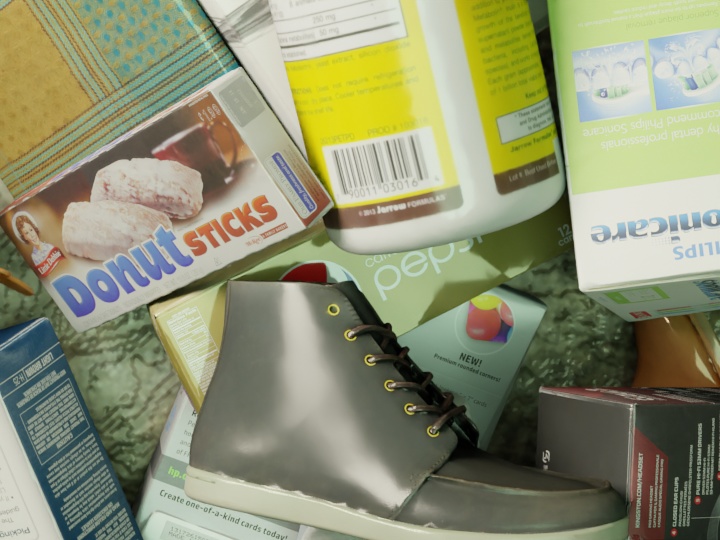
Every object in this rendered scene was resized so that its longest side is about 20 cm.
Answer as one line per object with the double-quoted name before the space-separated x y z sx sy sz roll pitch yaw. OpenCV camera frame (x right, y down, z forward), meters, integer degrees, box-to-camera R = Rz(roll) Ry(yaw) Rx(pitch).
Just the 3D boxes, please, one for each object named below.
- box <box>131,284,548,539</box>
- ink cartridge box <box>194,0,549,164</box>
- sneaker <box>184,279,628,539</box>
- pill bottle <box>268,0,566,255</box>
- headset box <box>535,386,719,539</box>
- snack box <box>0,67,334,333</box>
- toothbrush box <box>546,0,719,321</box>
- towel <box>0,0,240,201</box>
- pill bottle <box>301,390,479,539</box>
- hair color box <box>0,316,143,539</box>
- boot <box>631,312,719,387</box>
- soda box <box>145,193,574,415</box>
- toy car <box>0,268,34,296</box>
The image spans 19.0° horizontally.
"box" -0.016 0.080 1.088 0.156 0.041 0.200 21 96 -11
"ink cartridge box" -0.018 -0.163 1.024 0.146 0.085 0.200 -36 104 -7
"sneaker" 0.021 0.062 0.932 0.199 0.075 0.107 8 91 16
"pill bottle" 0.016 -0.114 0.923 0.109 0.109 0.201 -14 99 -6
"headset box" 0.163 0.130 1.003 0.199 0.077 0.149 1 92 -30
"snack box" -0.093 -0.027 0.972 0.024 0.200 0.072 -43 102 -37
"toothbrush box" 0.139 -0.086 0.981 0.086 0.146 0.201 -9 82 14
"towel" -0.129 -0.090 1.024 0.146 0.022 0.200 -27 102 28
"pill bottle" 0.032 0.165 1.032 0.110 0.111 0.201 -13 101 -6
"hair color box" -0.165 0.132 1.045 0.100 0.061 0.200 -15 102 29
"boot" 0.122 0.107 1.103 0.155 0.077 0.201 -15 108 -1
"soda box" 0.000 0.000 1.023 0.200 0.068 0.064 -26 100 -6
"toy car" -0.241 -0.015 0.987 0.199 0.177 0.185 9 86 -22
